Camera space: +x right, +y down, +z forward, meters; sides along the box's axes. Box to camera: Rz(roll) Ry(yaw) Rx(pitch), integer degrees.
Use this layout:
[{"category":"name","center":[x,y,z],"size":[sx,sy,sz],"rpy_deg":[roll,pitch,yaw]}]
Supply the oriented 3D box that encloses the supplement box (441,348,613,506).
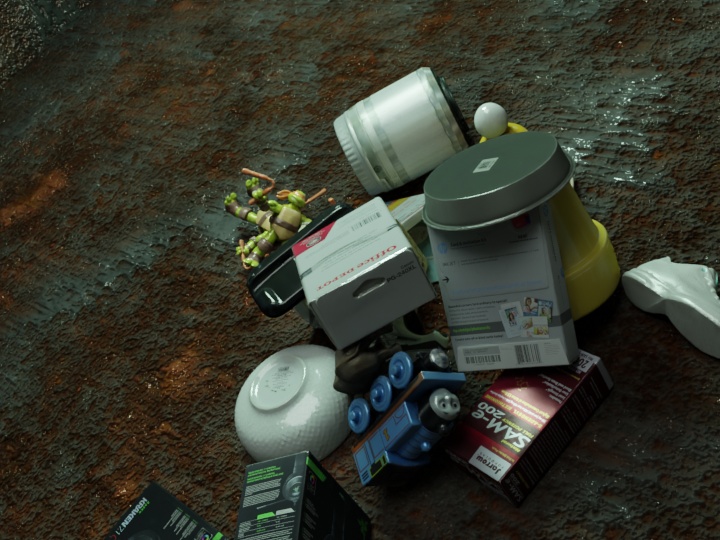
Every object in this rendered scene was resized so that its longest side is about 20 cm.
[{"category":"supplement box","center":[0.208,0.179,1.192],"size":[0.200,0.061,0.109],"rpy_deg":[-48,39,-15]}]

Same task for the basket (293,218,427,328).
[{"category":"basket","center":[-0.010,0.005,1.458],"size":[0.199,0.136,0.124],"rpy_deg":[0,54,36]}]

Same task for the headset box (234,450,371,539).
[{"category":"headset box","center":[-0.067,0.339,1.138],"size":[0.092,0.174,0.201],"rpy_deg":[-18,41,21]}]

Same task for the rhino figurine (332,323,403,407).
[{"category":"rhino figurine","center":[0.002,0.131,1.273],"size":[0.087,0.200,0.060],"rpy_deg":[-28,71,-14]}]

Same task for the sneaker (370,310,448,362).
[{"category":"sneaker","center":[0.047,0.090,1.371],"size":[0.199,0.075,0.088],"rpy_deg":[26,94,37]}]

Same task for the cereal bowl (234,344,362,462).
[{"category":"cereal bowl","center":[-0.102,0.185,1.391],"size":[0.199,0.083,0.201],"rpy_deg":[-20,42,19]}]

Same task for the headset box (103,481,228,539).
[{"category":"headset box","center":[-0.252,0.405,1.255],"size":[0.199,0.093,0.174],"rpy_deg":[21,65,45]}]

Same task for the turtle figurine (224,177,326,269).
[{"category":"turtle figurine","center":[-0.161,-0.100,1.732],"size":[0.200,0.064,0.161],"rpy_deg":[-46,57,-3]}]

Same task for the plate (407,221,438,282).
[{"category":"plate","center":[0.121,-0.062,1.527],"size":[0.199,0.026,0.201],"rpy_deg":[-19,43,18]}]

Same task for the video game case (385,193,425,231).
[{"category":"video game case","center":[0.034,-0.083,1.544],"size":[0.199,0.018,0.143],"rpy_deg":[-9,20,43]}]

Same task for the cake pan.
[{"category":"cake pan","center":[0.163,-0.115,1.181],"size":[0.199,0.037,0.201],"rpy_deg":[-21,24,10]}]

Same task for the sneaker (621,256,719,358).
[{"category":"sneaker","center":[0.418,0.033,1.189],"size":[0.088,0.076,0.200],"rpy_deg":[-29,36,-12]}]

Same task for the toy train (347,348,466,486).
[{"category":"toy train","center":[0.059,0.185,1.203],"size":[0.200,0.086,0.115],"rpy_deg":[-52,46,38]}]

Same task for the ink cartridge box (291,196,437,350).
[{"category":"ink cartridge box","center":[0.000,0.000,1.249],"size":[0.145,0.084,0.200],"rpy_deg":[-29,25,2]}]

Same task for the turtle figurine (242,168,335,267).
[{"category":"turtle figurine","center":[-0.138,-0.075,1.624],"size":[0.162,0.199,0.064],"rpy_deg":[-65,22,-5]}]

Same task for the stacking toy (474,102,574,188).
[{"category":"stacking toy","center":[0.223,-0.169,1.421],"size":[0.145,0.200,0.147],"rpy_deg":[-18,43,17]}]

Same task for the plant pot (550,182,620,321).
[{"category":"plant pot","center":[0.223,-0.050,1.273],"size":[0.200,0.190,0.201],"rpy_deg":[-20,23,9]}]

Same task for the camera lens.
[{"category":"camera lens","center":[0.075,-0.236,1.628],"size":[0.199,0.160,0.160],"rpy_deg":[-27,39,9]}]

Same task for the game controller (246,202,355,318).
[{"category":"game controller","center":[-0.075,-0.016,1.401],"size":[0.200,0.042,0.104],"rpy_deg":[-39,54,-1]}]

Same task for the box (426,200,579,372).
[{"category":"box","center":[0.175,0.021,1.188],"size":[0.155,0.201,0.041],"rpy_deg":[-9,9,34]}]
